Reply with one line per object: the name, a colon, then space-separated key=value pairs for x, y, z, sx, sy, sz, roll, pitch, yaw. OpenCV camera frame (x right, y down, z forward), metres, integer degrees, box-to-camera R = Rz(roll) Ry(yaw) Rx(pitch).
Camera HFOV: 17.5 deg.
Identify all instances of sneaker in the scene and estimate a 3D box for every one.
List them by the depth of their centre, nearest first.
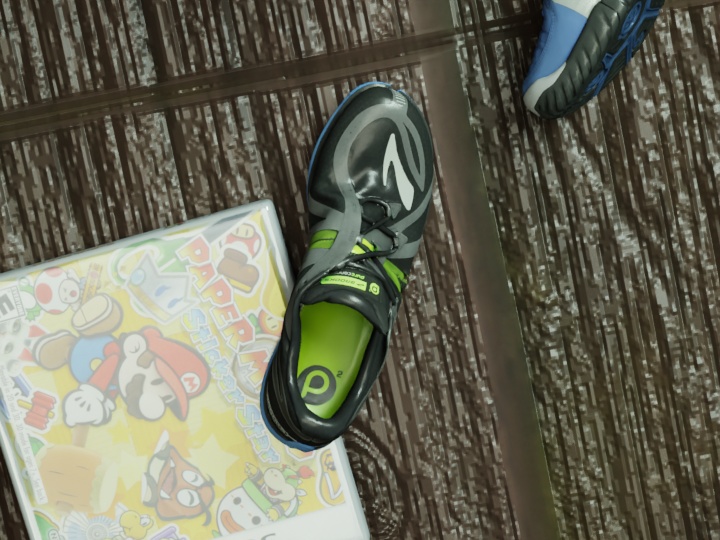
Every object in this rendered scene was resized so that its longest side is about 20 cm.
sneaker: x=0.127 y=-0.175 z=1.220 sx=0.077 sy=0.076 sz=0.200 roll=26 pitch=102 yaw=16
sneaker: x=0.000 y=0.000 z=1.230 sx=0.071 sy=0.083 sz=0.200 roll=16 pitch=87 yaw=-14

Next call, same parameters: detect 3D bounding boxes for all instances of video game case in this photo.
video game case: x=-0.109 y=0.080 z=1.285 sx=0.182 sy=0.023 sz=0.200 roll=-16 pitch=97 yaw=4
